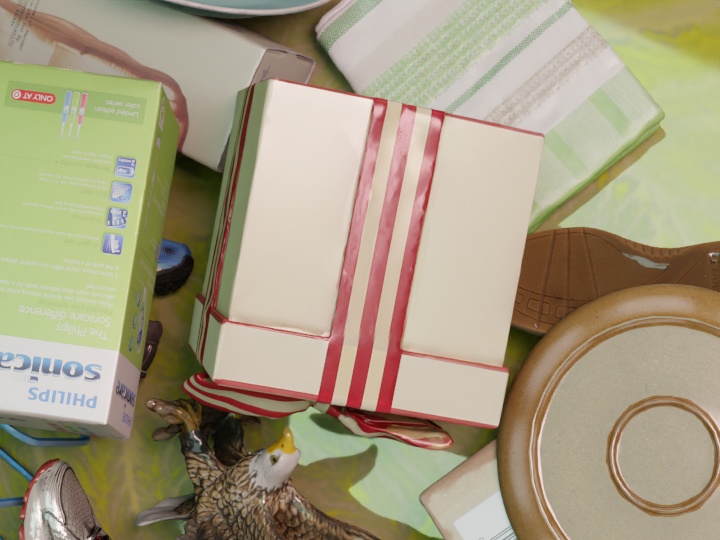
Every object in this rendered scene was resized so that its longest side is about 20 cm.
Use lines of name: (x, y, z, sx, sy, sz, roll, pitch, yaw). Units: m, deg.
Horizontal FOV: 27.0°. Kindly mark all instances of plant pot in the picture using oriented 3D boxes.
plant pot: (0.174, 0.106, 0.855, 0.197, 0.027, 0.203, -2, 80, 12)

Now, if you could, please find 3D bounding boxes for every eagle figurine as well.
eagle figurine: (-0.052, 0.153, 0.909, 0.151, 0.151, 0.201, -35, 69, -6)

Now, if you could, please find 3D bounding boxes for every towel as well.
towel: (0.082, -0.128, 0.983, 0.149, 0.031, 0.201, -39, 78, 7)

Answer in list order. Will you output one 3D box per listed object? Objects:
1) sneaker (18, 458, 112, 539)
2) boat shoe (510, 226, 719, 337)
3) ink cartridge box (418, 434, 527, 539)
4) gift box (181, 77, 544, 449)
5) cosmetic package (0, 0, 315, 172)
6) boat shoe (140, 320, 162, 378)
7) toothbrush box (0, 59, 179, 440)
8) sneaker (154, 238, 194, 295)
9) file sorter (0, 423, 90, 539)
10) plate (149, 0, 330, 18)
sneaker: (-0.146, 0.206, 0.949, 0.082, 0.078, 0.202, -27, 97, 13)
boat shoe: (0.172, 0.018, 0.926, 0.197, 0.063, 0.074, 4, 71, 14)
ink cartridge box: (0.156, 0.174, 0.901, 0.164, 0.075, 0.201, -36, 75, 6)
gift box: (0.000, 0.000, 0.878, 0.182, 0.200, 0.189, 11, 91, -7)
cosmetic package: (-0.144, -0.144, 0.996, 0.198, 0.103, 0.088, 26, 99, 16)
boat shoe: (-0.228, 0.020, 1.013, 0.199, 0.072, 0.061, 27, 84, 8)
toothbrush box: (-0.195, -0.013, 0.880, 0.144, 0.086, 0.203, 7, 77, 2)
sneaker: (-0.197, -0.051, 1.012, 0.198, 0.078, 0.091, 26, 82, 13)
file sorter: (-0.291, 0.150, 0.971, 0.122, 0.139, 0.201, 37, 91, 12)
plate: (-0.104, -0.208, 0.977, 0.198, 0.200, 0.026, 25, 126, 14)
